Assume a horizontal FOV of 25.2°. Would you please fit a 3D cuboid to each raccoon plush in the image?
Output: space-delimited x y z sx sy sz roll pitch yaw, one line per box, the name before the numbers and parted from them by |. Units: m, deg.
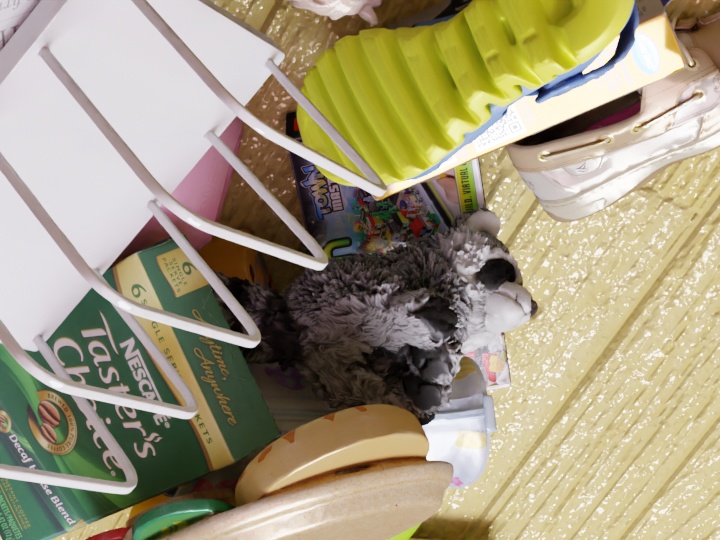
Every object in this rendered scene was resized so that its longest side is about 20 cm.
raccoon plush | 0.000 0.000 0.910 0.200 0.134 0.097 26 129 1

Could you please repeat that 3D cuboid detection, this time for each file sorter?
file sorter | -0.106 -0.016 0.720 0.200 0.125 0.139 -49 150 11

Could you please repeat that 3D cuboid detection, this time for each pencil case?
pencil case | -0.023 0.088 0.946 0.200 0.083 0.091 2 153 -20

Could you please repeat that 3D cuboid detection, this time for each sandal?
sandal | 0.057 -0.096 0.773 0.200 0.087 0.080 -22 85 33

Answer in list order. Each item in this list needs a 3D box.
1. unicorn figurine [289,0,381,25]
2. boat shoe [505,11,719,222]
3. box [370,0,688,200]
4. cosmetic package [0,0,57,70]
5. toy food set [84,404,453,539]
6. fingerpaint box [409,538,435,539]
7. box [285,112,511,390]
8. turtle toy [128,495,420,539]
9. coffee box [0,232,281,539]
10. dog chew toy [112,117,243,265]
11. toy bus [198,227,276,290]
unicorn figurine | -0.057 -0.190 0.800 0.200 0.137 0.074 31 111 -23
boat shoe | 0.169 -0.103 0.903 0.200 0.074 0.069 -36 123 19
box | 0.087 -0.118 0.863 0.200 0.119 0.042 -21 123 11
cosmetic package | -0.183 -0.153 0.743 0.167 0.166 0.200 -26 147 -26
toy food set | -0.047 0.129 0.843 0.198 0.049 0.200 -21 165 8
fingerpaint box | -0.003 0.263 1.069 0.199 0.167 0.073 4 141 -6
box | 0.026 -0.009 0.980 0.110 0.035 0.200 -9 122 4
turtle toy | -0.040 0.172 1.021 0.200 0.146 0.101 -33 126 -29
coffee box | -0.146 0.071 0.877 0.200 0.044 0.123 -24 90 38
dog chew toy | -0.169 -0.076 0.885 0.200 0.125 0.125 16 121 -3
toy bus | -0.150 0.044 0.988 0.200 0.065 0.078 -17 122 8
